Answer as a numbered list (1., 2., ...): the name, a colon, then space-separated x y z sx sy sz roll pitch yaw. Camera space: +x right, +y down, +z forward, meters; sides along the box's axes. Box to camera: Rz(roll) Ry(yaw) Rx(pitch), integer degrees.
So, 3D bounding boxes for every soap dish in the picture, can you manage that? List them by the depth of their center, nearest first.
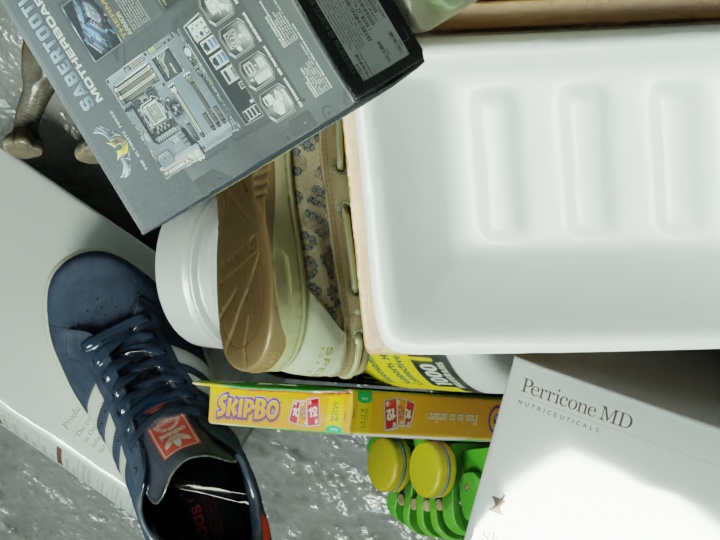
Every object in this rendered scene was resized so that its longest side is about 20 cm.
1. soap dish: 0.095 -0.045 1.127 0.199 0.081 0.158 -2 113 10

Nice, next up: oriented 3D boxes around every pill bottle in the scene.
1. pill bottle: 0.000 0.000 1.307 0.199 0.113 0.113 2 134 37

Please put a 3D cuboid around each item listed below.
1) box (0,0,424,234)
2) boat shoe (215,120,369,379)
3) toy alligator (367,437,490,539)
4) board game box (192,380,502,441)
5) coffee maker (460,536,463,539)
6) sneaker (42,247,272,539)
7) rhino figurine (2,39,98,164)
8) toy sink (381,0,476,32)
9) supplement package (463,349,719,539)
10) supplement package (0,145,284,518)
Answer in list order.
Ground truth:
1. box: -0.083 -0.131 1.055 0.157 0.051 0.201 -29 94 48
2. boat shoe: -0.030 -0.046 1.239 0.062 0.201 0.073 9 160 -27
3. toy alligator: 0.061 0.118 1.411 0.059 0.055 0.200 2 179 -33
4. board game box: 0.014 0.071 1.346 0.095 0.030 0.199 1 174 42
5. coffee maker: 0.051 0.223 1.496 0.191 0.135 0.200 22 138 -11
6. sneaker: -0.099 0.076 1.344 0.201 0.075 0.085 60 174 4
7. rhino figurine: -0.102 -0.117 1.280 0.060 0.088 0.200 20 154 -33
8. toy sink: 0.005 -0.171 1.069 0.199 0.112 0.131 3 116 37
9. supplement package: 0.168 0.104 1.214 0.199 0.156 0.112 18 105 16
10. supplement package: -0.149 0.043 1.449 0.200 0.117 0.117 34 169 0
